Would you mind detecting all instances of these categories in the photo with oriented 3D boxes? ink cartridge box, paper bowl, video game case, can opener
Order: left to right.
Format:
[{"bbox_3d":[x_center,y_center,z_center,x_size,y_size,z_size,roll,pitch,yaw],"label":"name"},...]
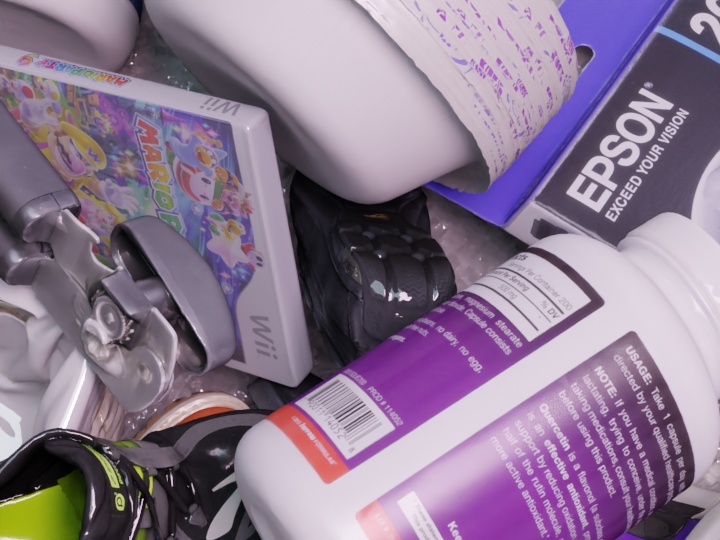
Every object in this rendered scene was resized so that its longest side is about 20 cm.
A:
[{"bbox_3d":[-0.130,-0.025,0.813,0.067,0.054,0.200,-21,62,-43],"label":"can opener"},{"bbox_3d":[-0.117,-0.030,0.857,0.198,0.144,0.018,15,44,28],"label":"video game case"},{"bbox_3d":[-0.012,-0.108,0.805,0.200,0.201,0.105,39,81,14],"label":"paper bowl"},{"bbox_3d":[0.160,-0.065,0.892,0.199,0.044,0.199,30,58,13],"label":"ink cartridge box"}]

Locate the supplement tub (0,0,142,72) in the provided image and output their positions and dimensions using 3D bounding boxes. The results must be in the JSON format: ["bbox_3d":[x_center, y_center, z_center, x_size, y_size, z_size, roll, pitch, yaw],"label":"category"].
[{"bbox_3d":[-0.167,-0.205,0.926,0.143,0.145,0.202,6,74,6],"label":"supplement tub"}]

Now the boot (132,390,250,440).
[{"bbox_3d":[-0.082,0.151,0.835,0.075,0.107,0.202,29,78,-28],"label":"boot"}]

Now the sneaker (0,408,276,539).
[{"bbox_3d":[-0.100,0.100,0.760,0.198,0.083,0.071,-14,69,-34],"label":"sneaker"}]

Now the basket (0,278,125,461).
[{"bbox_3d":[-0.193,0.099,0.857,0.134,0.123,0.202,19,76,9],"label":"basket"}]

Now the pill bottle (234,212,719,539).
[{"bbox_3d":[0.058,0.062,0.727,0.199,0.113,0.113,-32,74,-13],"label":"pill bottle"}]

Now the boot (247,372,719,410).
[{"bbox_3d":[0.071,0.053,0.879,0.200,0.066,0.165,-41,86,-4],"label":"boot"}]

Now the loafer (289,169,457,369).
[{"bbox_3d":[0.000,0.000,0.855,0.067,0.201,0.071,6,109,-10],"label":"loafer"}]

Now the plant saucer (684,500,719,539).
[{"bbox_3d":[0.183,0.173,0.753,0.050,0.200,0.201,19,70,51],"label":"plant saucer"}]

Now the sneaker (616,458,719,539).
[{"bbox_3d":[0.159,0.140,0.839,0.199,0.070,0.100,21,98,-16],"label":"sneaker"}]
